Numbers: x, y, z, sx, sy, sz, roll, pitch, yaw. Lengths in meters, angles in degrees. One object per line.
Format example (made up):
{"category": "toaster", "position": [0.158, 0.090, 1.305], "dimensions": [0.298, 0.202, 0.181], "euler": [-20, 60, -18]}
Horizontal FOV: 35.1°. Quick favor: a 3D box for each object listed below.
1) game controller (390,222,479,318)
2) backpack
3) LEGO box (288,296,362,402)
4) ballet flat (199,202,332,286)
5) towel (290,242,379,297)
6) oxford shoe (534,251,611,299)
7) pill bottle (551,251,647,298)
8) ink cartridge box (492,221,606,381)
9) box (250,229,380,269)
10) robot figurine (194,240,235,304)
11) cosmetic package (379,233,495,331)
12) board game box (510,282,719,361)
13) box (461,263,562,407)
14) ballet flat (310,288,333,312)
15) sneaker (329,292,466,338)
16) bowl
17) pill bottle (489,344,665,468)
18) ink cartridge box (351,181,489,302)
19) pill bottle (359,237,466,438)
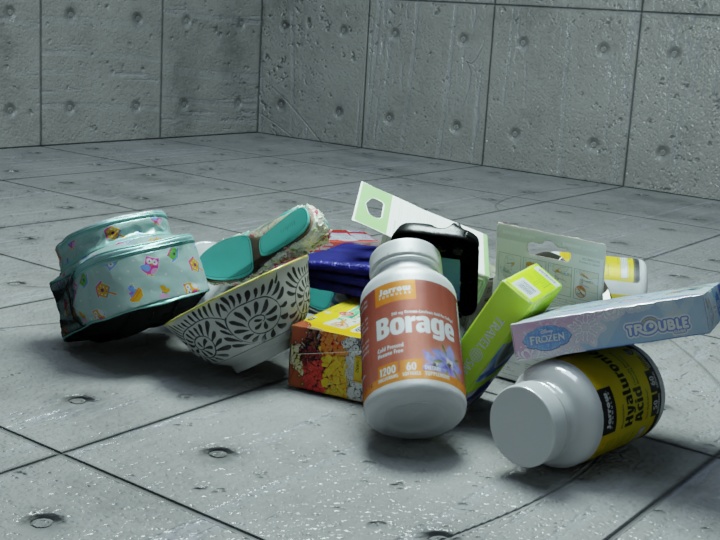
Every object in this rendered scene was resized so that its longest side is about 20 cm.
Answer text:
{"category": "game controller", "position": [0.091, 0.002, 1.368], "dimensions": [0.102, 0.043, 0.201], "euler": [-1, -29, 5]}
{"category": "backpack", "position": [-0.292, 0.007, 1.453], "dimensions": [0.174, 0.156, 0.199], "euler": [-12, 3, -33]}
{"category": "LEGO box", "position": [0.020, 0.096, 1.423], "dimensions": [0.147, 0.079, 0.199], "euler": [10, 14, 24]}
{"category": "ballet flat", "position": [-0.119, -0.022, 1.462], "dimensions": [0.198, 0.077, 0.064], "euler": [-21, -29, 29]}
{"category": "towel", "position": [0.000, 0.000, 1.559], "dimensions": [0.145, 0.051, 0.199], "euler": [4, 9, 22]}
{"category": "oxford shoe", "position": [0.282, 0.036, 1.496], "dimensions": [0.071, 0.072, 0.200], "euler": [-35, 23, -3]}
{"category": "pill bottle", "position": [0.329, 0.031, 1.725], "dimensions": [0.196, 0.114, 0.112], "euler": [6, 12, 7]}
{"category": "ink cartridge box", "position": [0.239, 0.048, 1.414], "dimensions": [0.159, 0.204, 0.050], "euler": [14, 19, 38]}
{"category": "box", "position": [-0.076, -0.010, 1.834], "dimensions": [0.196, 0.097, 0.100], "euler": [-1, 13, -19]}
{"category": "robot figurine", "position": [-0.205, 0.023, 1.603], "dimensions": [0.170, 0.113, 0.199], "euler": [44, -10, -28]}
{"category": "cosmetic package", "position": [0.114, 0.014, 1.669], "dimensions": [0.072, 0.105, 0.199], "euler": [-7, 31, -43]}
{"category": "board game box", "position": [0.280, 0.053, 1.219], "dimensions": [0.197, 0.044, 0.198], "euler": [-10, -2, 23]}
{"category": "box", "position": [0.144, 0.091, 1.310], "dimensions": [0.047, 0.201, 0.122], "euler": [39, 24, 15]}
{"category": "ballet flat", "position": [-0.024, 0.041, 1.723], "dimensions": [0.198, 0.071, 0.069], "euler": [18, 18, 35]}
{"category": "sneaker", "position": [0.049, 0.068, 1.554], "dimensions": [0.196, 0.082, 0.076], "euler": [8, 11, 14]}
{"category": "bowl", "position": [-0.134, 0.065, 1.410], "dimensions": [0.198, 0.095, 0.201], "euler": [-27, 0, 0]}
{"category": "pill bottle", "position": [0.226, 0.143, 1.195], "dimensions": [0.110, 0.114, 0.198], "euler": [15, 17, 42]}
{"category": "ink cartridge box", "position": [0.079, -0.040, 1.544], "dimensions": [0.197, 0.049, 0.146], "euler": [21, 25, -4]}
{"category": "pill bottle", "position": [0.054, 0.070, 1.244], "dimensions": [0.110, 0.113, 0.203], "euler": [2, 55, -7]}
